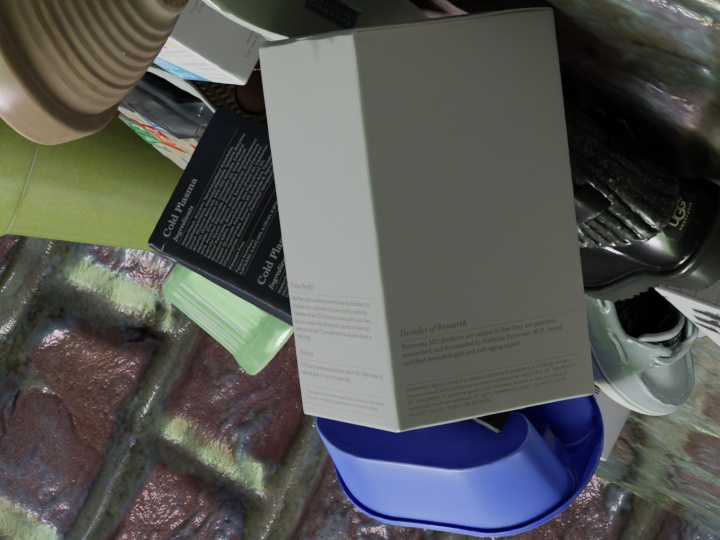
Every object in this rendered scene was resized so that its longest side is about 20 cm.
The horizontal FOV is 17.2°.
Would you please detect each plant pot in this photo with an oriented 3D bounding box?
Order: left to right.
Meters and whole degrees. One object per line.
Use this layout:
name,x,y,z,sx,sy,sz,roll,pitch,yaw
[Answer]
plant pot,-0.150,-0.175,1.266,0.092,0.202,0.201,-15,158,17
plant pot,-0.252,-0.101,2.144,0.189,0.201,0.200,15,176,-14

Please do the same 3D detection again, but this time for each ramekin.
ramekin,-0.063,-0.030,1.799,0.097,0.200,0.200,35,173,-5

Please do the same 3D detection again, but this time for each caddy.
caddy,0.067,0.107,1.638,0.199,0.142,0.105,5,145,28

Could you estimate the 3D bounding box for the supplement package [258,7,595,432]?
supplement package,0.034,-0.029,1.237,0.119,0.201,0.121,-9,-174,-25

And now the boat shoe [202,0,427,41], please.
boat shoe,-0.049,-0.156,1.293,0.200,0.070,0.071,31,171,-35

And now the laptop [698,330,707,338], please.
laptop,0.164,0.043,1.774,0.199,0.116,0.187,27,174,-1

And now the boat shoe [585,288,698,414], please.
boat shoe,0.186,0.034,1.612,0.071,0.070,0.201,21,154,47

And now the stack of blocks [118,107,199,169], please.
stack of blocks,-0.133,-0.124,1.914,0.115,0.059,0.200,24,173,29

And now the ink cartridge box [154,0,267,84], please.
ink cartridge box,-0.156,-0.191,1.455,0.199,0.068,0.115,31,172,-24

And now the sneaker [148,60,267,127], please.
sneaker,-0.085,-0.143,1.612,0.199,0.073,0.085,27,-169,26

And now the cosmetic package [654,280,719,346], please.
cosmetic package,0.277,0.040,1.586,0.082,0.051,0.200,23,172,39

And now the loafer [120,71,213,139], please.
loafer,-0.164,-0.141,1.715,0.072,0.073,0.200,-27,141,31

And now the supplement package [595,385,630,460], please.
supplement package,0.151,0.079,2.091,0.117,0.117,0.200,29,172,-21

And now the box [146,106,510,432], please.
box,0.000,0.000,1.533,0.182,0.105,0.200,24,175,36

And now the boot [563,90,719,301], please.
boot,0.117,-0.052,1.392,0.157,0.080,0.211,26,168,-17
